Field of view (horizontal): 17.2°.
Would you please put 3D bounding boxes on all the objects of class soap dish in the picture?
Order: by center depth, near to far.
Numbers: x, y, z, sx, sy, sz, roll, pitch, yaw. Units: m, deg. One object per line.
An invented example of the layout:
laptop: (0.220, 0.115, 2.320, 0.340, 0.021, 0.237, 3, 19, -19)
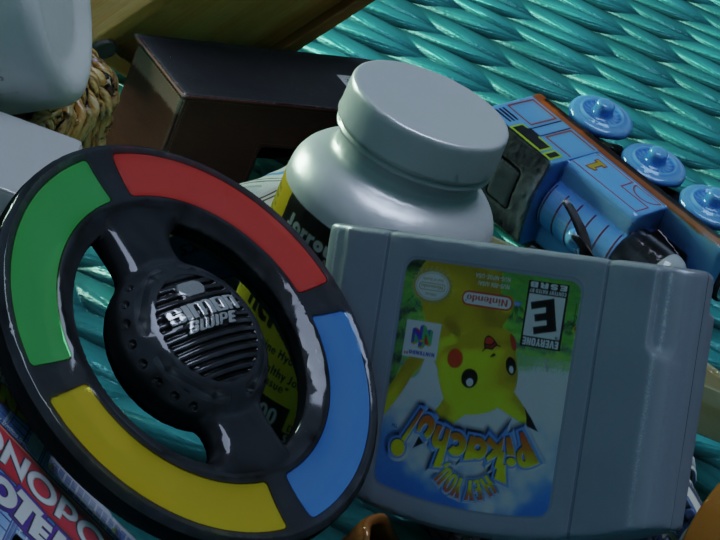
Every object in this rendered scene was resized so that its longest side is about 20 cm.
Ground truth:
soap dish: (-0.083, -0.185, 1.470, 0.157, 0.199, 0.082, 31, 32, -55)

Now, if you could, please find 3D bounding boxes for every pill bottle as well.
pill bottle: (-0.240, -0.125, 1.163, 0.198, 0.115, 0.115, -7, 25, 8)
pill bottle: (0.000, 0.000, 1.215, 0.112, 0.201, 0.113, 18, 26, -9)

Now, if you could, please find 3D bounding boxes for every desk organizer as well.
desk organizer: (-0.053, -0.087, 1.474, 0.199, 0.077, 0.072, 2, 33, -37)

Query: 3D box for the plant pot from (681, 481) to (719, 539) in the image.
plant pot: (0.250, 0.178, 1.130, 0.182, 0.202, 0.199, 22, 21, 36)

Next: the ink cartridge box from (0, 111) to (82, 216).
ink cartridge box: (-0.246, -0.018, 1.109, 0.199, 0.145, 0.084, 20, 27, -8)

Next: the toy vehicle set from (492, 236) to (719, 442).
toy vehicle set: (0.146, 0.040, 1.382, 0.124, 0.027, 0.200, 23, 10, -36)

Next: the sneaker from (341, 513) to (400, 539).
sneaker: (0.063, 0.183, 1.062, 0.199, 0.085, 0.073, 32, 25, 14)

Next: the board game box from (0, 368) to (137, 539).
board game box: (-0.154, 0.102, 0.972, 0.200, 0.062, 0.200, 46, 24, -14)

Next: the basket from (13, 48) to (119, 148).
basket: (-0.245, -0.090, 1.247, 0.199, 0.144, 0.149, 30, 26, 14)

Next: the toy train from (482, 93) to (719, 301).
toy train: (0.162, -0.040, 1.564, 0.114, 0.087, 0.200, -18, 49, -41)

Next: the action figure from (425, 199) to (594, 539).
action figure: (0.091, 0.067, 1.165, 0.101, 0.201, 0.119, 16, 27, -20)

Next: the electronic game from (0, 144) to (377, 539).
electronic game: (-0.075, 0.032, 1.038, 0.199, 0.042, 0.201, 24, 46, -27)

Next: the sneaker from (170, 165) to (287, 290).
sneaker: (-0.036, -0.024, 1.291, 0.199, 0.072, 0.073, -23, 30, 6)

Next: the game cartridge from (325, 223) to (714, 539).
game cartridge: (0.060, 0.054, 1.083, 0.199, 0.135, 0.040, 7, 2, 34)

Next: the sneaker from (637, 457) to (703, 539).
sneaker: (0.153, 0.113, 1.277, 0.085, 0.077, 0.200, 9, 30, -36)
